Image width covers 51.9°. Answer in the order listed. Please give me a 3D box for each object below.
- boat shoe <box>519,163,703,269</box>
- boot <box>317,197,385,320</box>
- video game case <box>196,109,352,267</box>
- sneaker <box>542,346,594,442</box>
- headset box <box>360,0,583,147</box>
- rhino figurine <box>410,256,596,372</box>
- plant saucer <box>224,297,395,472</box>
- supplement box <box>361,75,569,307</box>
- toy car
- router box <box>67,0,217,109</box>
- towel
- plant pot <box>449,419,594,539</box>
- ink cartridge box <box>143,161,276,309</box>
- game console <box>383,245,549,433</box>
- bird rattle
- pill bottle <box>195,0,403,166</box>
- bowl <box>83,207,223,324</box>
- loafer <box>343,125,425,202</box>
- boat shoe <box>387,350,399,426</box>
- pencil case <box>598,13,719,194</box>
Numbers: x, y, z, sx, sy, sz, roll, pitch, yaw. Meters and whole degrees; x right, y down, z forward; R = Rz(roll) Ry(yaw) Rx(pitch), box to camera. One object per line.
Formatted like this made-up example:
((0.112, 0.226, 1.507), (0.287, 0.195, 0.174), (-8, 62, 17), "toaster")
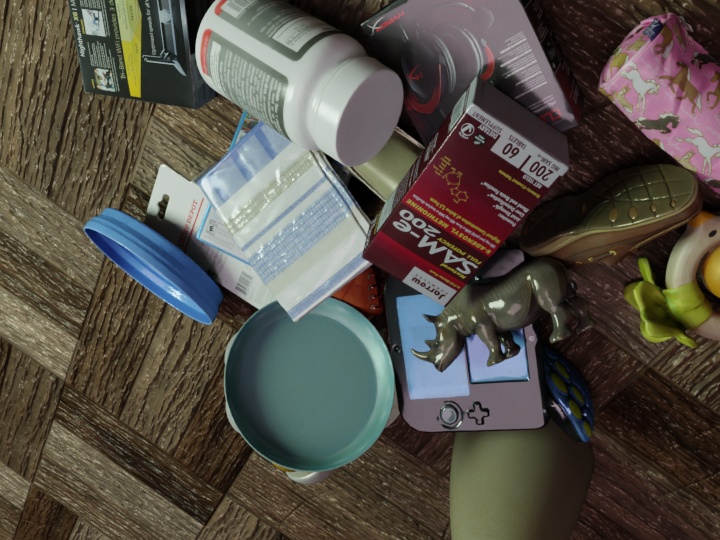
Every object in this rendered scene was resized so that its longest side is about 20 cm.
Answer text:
((0.251, -0.046, 0.734), (0.067, 0.073, 0.199), (35, 150, -24), "boat shoe")
((0.000, 0.000, 0.887), (0.106, 0.076, 0.200), (33, 131, -9), "boot")
((-0.088, -0.099, 0.838), (0.141, 0.018, 0.203), (25, 101, 6), "video game case")
((0.195, 0.129, 0.880), (0.198, 0.071, 0.083), (39, 128, 5), "sneaker")
((0.115, -0.190, 0.714), (0.147, 0.075, 0.202), (-21, 110, 31), "headset box")
((0.140, 0.052, 0.785), (0.197, 0.060, 0.089), (-24, 80, 23), "rhino figurine")
((-0.057, 0.127, 0.847), (0.198, 0.202, 0.027), (32, 156, 1), "plant saucer")
((0.095, -0.068, 0.709), (0.107, 0.061, 0.201), (29, 129, -9), "supplement box")
((-0.073, 0.149, 0.936), (0.149, 0.201, 0.175), (-34, 123, 11), "toy car")
((-0.246, -0.292, 0.820), (0.154, 0.052, 0.204), (12, 123, 17), "router box")
((-0.076, -0.061, 0.815), (0.146, 0.024, 0.201), (-38, 87, 17), "towel")
((0.182, 0.292, 0.898), (0.183, 0.201, 0.191), (10, 122, 17), "plant pot")
((-0.162, -0.050, 0.920), (0.198, 0.068, 0.117), (32, 126, 2), "ink cartridge box")
((0.117, 0.082, 0.839), (0.173, 0.031, 0.205), (-6, 94, 26), "game console")
((0.369, 0.026, 0.727), (0.196, 0.113, 0.167), (15, 108, 10), "bird rattle")
((-0.060, -0.190, 0.726), (0.199, 0.113, 0.116), (36, 131, 27), "pill bottle")
((-0.260, -0.006, 0.946), (0.198, 0.040, 0.201), (32, 162, 11), "bowl")
((0.049, -0.102, 0.786), (0.199, 0.068, 0.076), (38, 90, -12), "loafer")
((0.016, 0.173, 0.997), (0.200, 0.072, 0.063), (-49, 51, 43), "boat shoe")
((0.310, -0.138, 0.660), (0.199, 0.083, 0.087), (40, 142, -4), "pencil case")
